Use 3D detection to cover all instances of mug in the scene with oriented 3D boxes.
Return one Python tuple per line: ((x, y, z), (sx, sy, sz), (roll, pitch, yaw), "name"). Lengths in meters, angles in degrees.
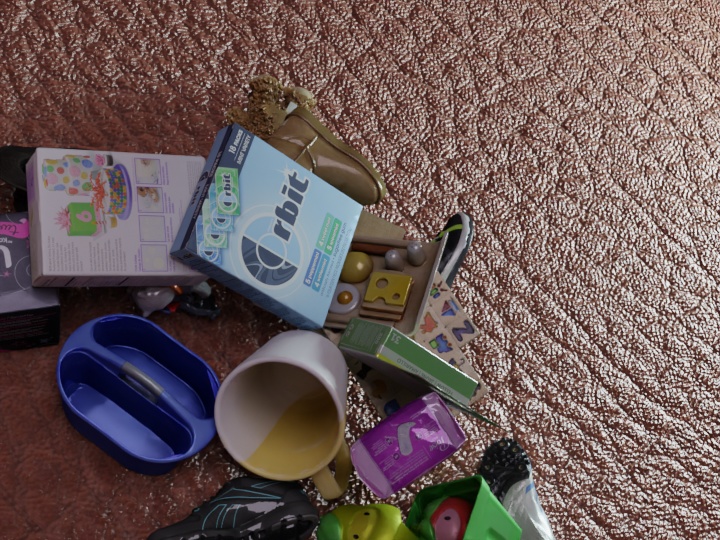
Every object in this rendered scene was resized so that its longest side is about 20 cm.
((-0.080, 0.159, 1.267), (0.149, 0.187, 0.153), (6, 19, 7), "mug")

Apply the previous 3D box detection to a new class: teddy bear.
((-0.117, -0.187, 1.485), (0.144, 0.067, 0.201), (6, 58, -32), "teddy bear")

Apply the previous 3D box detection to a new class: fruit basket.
((0.058, 0.323, 1.228), (0.215, 0.155, 0.217), (12, 66, -30), "fruit basket")

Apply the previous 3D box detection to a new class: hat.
((-0.362, -0.089, 1.329), (0.200, 0.081, 0.201), (13, 20, -5), "hat")

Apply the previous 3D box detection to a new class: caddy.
((-0.253, 0.140, 1.238), (0.200, 0.105, 0.142), (36, 60, 3), "caddy")

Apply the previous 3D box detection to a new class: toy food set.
((0.000, 0.000, 1.362), (0.199, 0.061, 0.144), (6, 57, 20), "toy food set")

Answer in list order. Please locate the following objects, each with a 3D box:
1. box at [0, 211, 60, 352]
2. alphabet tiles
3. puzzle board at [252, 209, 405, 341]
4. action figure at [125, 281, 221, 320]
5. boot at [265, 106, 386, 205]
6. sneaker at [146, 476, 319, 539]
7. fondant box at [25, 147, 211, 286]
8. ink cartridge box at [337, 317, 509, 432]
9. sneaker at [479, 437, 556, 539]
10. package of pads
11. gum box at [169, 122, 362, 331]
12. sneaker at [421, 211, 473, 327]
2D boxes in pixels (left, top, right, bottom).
((-0.452, 0.018, 1.236), (0.199, 0.115, 0.133), (-7, 66, -21), "box")
((0.068, 0.100, 1.378), (0.167, 0.008, 0.200), (-33, 84, -10), "alphabet tiles")
((-0.039, -0.005, 1.436), (0.150, 0.017, 0.201), (25, 59, -5), "puzzle board")
((-0.251, -0.031, 1.335), (0.199, 0.105, 0.194), (18, 50, -9), "action figure")
((-0.086, -0.092, 1.374), (0.175, 0.066, 0.200), (40, 58, 0), "boot")
((-0.150, 0.285, 1.228), (0.199, 0.076, 0.079), (-8, 46, -22), "sneaker")
((-0.273, -0.058, 1.233), (0.199, 0.058, 0.145), (0, 77, -31), "fondant box")
((0.077, 0.117, 1.249), (0.145, 0.200, 0.048), (33, 79, -26), "ink cartridge box")
((0.194, 0.301, 1.327), (0.072, 0.073, 0.201), (-16, 53, 4), "sneaker")
((0.051, 0.200, 1.234), (0.120, 0.200, 0.076), (-34, 82, -4), "package of pads")
((-0.106, -0.049, 1.277), (0.200, 0.044, 0.171), (32, 64, -29), "gum box")
((0.087, -0.010, 1.443), (0.083, 0.072, 0.200), (27, 59, -3), "sneaker")
